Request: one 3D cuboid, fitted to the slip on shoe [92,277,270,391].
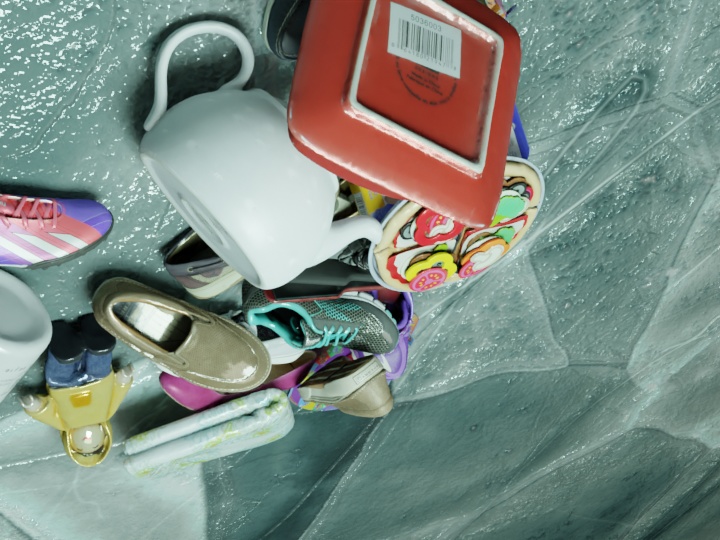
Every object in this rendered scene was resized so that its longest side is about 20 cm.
[{"bbox_3d":[-0.178,0.069,1.043,0.200,0.061,0.076,33,83,-21],"label":"slip on shoe"}]

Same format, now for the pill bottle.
[{"bbox_3d":[-0.393,0.098,0.963,0.200,0.114,0.114,-46,140,20],"label":"pill bottle"}]

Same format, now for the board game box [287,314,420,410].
[{"bbox_3d":[-0.002,0.130,1.320,0.158,0.039,0.200,-4,135,-31],"label":"board game box"}]

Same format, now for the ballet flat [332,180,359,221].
[{"bbox_3d":[-0.009,-0.075,1.065,0.200,0.069,0.063,-36,135,7],"label":"ballet flat"}]

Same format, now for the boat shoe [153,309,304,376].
[{"bbox_3d":[-0.136,0.073,1.139,0.200,0.072,0.069,2,136,-35],"label":"boat shoe"}]

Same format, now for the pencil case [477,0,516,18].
[{"bbox_3d":[0.040,-0.205,0.935,0.200,0.088,0.087,-39,142,9],"label":"pencil case"}]

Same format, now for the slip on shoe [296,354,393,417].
[{"bbox_3d":[-0.016,0.139,1.188,0.076,0.061,0.200,-36,-174,-25],"label":"slip on shoe"}]

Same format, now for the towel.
[{"bbox_3d":[-0.176,0.199,1.215,0.200,0.048,0.171,-20,168,-6],"label":"towel"}]

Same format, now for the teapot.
[{"bbox_3d":[-0.092,-0.094,0.911,0.146,0.197,0.200,-44,158,-12],"label":"teapot"}]

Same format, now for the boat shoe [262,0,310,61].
[{"bbox_3d":[-0.007,-0.251,0.869,0.200,0.062,0.075,-43,143,17],"label":"boat shoe"}]

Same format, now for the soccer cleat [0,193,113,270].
[{"bbox_3d":[-0.318,-0.042,0.898,0.200,0.068,0.073,-10,134,-21],"label":"soccer cleat"}]

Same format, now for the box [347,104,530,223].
[{"bbox_3d":[0.081,-0.123,1.033,0.200,0.119,0.041,-19,-176,-13],"label":"box"}]

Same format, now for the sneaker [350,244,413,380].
[{"bbox_3d":[0.027,0.063,1.209,0.080,0.083,0.200,-18,132,-12],"label":"sneaker"}]

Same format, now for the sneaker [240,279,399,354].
[{"bbox_3d":[-0.048,0.058,1.115,0.200,0.091,0.078,23,127,-18],"label":"sneaker"}]

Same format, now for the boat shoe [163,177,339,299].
[{"bbox_3d":[-0.112,-0.045,1.027,0.200,0.072,0.065,-33,148,14],"label":"boat shoe"}]

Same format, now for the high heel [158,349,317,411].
[{"bbox_3d":[-0.138,0.117,1.185,0.096,0.067,0.200,-38,148,26],"label":"high heel"}]

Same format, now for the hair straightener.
[{"bbox_3d":[0.000,0.000,1.076,0.199,0.041,0.077,2,139,-24],"label":"hair straightener"}]

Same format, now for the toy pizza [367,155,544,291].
[{"bbox_3d":[0.102,-0.037,1.032,0.200,0.032,0.200,-20,147,-13],"label":"toy pizza"}]

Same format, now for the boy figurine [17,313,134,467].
[{"bbox_3d":[-0.308,0.138,1.108,0.124,0.064,0.200,-12,136,-27],"label":"boy figurine"}]

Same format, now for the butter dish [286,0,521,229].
[{"bbox_3d":[0.015,-0.139,0.838,0.200,0.200,0.148,22,157,-26],"label":"butter dish"}]
